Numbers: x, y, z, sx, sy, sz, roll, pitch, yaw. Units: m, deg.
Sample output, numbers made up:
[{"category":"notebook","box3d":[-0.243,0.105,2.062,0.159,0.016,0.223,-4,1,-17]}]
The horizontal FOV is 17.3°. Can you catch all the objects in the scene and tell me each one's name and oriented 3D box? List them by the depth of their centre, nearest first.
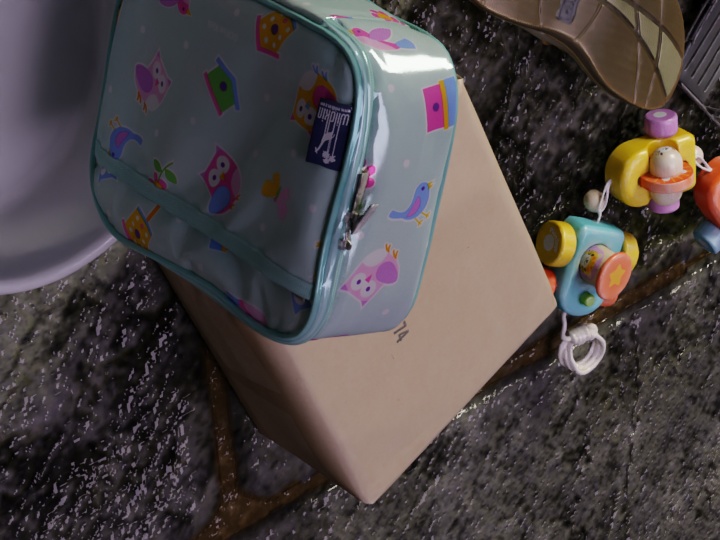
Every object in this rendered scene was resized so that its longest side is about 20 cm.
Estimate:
[{"category":"lunch bag","box3d":[-0.046,-0.059,1.118,0.077,0.200,0.162,-1,114,-42]},{"category":"dog bowl","box3d":[-0.181,-0.094,1.173,0.199,0.079,0.202,-22,125,-35]},{"category":"paper package","box3d":[0.000,0.000,1.387,0.191,0.103,0.201,-44,135,-18]},{"category":"sandal","box3d":[0.127,-0.166,1.468,0.199,0.054,0.081,23,88,-34]},{"category":"toy train","box3d":[0.205,-0.018,1.592,0.200,0.056,0.151,-43,127,-11]},{"category":"dish rack","box3d":[0.301,-0.147,1.644,0.200,0.054,0.154,35,84,-48]}]
